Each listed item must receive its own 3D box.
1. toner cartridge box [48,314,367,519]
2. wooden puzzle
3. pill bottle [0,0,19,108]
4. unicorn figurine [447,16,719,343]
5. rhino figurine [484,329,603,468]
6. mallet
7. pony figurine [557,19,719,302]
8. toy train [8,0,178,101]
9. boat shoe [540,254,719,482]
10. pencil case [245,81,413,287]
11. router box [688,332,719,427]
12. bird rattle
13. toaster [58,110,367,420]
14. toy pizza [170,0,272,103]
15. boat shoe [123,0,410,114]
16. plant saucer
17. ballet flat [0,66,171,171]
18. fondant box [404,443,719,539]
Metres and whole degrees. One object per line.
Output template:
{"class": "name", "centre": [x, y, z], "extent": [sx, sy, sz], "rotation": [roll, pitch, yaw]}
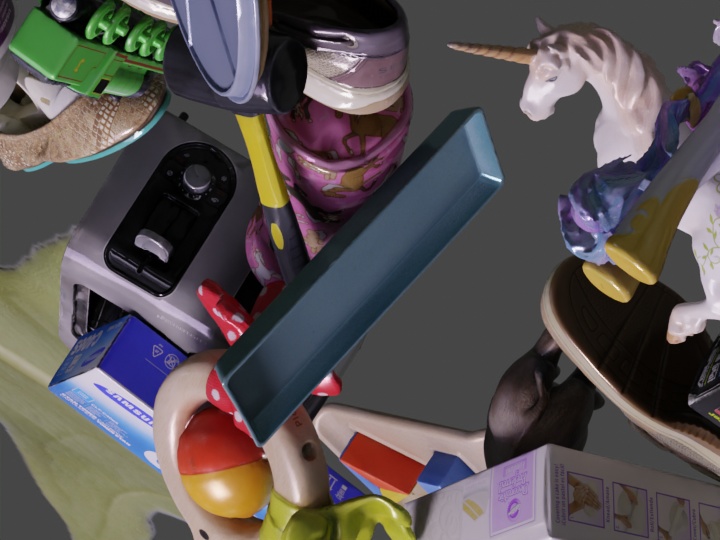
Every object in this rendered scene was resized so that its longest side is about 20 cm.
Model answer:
{"class": "toner cartridge box", "centre": [-0.091, 0.109, 1.360], "extent": [0.200, 0.043, 0.095], "rotation": [39, 155, -15]}
{"class": "wooden puzzle", "centre": [0.074, 0.170, 1.576], "extent": [0.199, 0.046, 0.185], "rotation": [1, 142, 50]}
{"class": "pill bottle", "centre": [-0.255, -0.165, 1.232], "extent": [0.112, 0.113, 0.200], "rotation": [23, 155, 20]}
{"class": "unicorn figurine", "centre": [0.140, -0.041, 1.037], "extent": [0.199, 0.074, 0.138], "rotation": [28, 147, 18]}
{"class": "rhino figurine", "centre": [0.105, 0.098, 1.319], "extent": [0.060, 0.088, 0.200], "rotation": [28, 157, 10]}
{"class": "mallet", "centre": [-0.053, -0.044, 1.106], "extent": [0.066, 0.041, 0.201], "rotation": [18, 142, 22]}
{"class": "pony figurine", "centre": [0.166, -0.068, 0.844], "extent": [0.193, 0.200, 0.167], "rotation": [33, 170, 42]}
{"class": "toy train", "centre": [-0.134, -0.118, 1.153], "extent": [0.042, 0.057, 0.200], "rotation": [35, -174, 7]}
{"class": "boat shoe", "centre": [0.168, 0.064, 1.217], "extent": [0.200, 0.072, 0.065], "rotation": [35, 156, -21]}
{"class": "pencil case", "centre": [-0.019, -0.052, 1.198], "extent": [0.087, 0.083, 0.200], "rotation": [44, 160, 13]}
{"class": "router box", "centre": [0.285, 0.080, 1.108], "extent": [0.199, 0.062, 0.150], "rotation": [34, 156, -6]}
{"class": "bird rattle", "centre": [-0.063, 0.102, 1.234], "extent": [0.163, 0.113, 0.201], "rotation": [-12, 108, 46]}
{"class": "toaster", "centre": [-0.088, 0.016, 1.378], "extent": [0.180, 0.119, 0.200], "rotation": [31, 157, 4]}
{"class": "toy pizza", "centre": [-0.067, -0.173, 0.960], "extent": [0.200, 0.032, 0.201], "rotation": [165, 90, -77]}
{"class": "boat shoe", "centre": [-0.060, -0.150, 1.081], "extent": [0.199, 0.072, 0.065], "rotation": [32, 144, 10]}
{"class": "plant saucer", "centre": [0.000, 0.000, 1.139], "extent": [0.019, 0.200, 0.070], "rotation": [34, 162, 32]}
{"class": "ballet flat", "centre": [-0.184, -0.100, 1.332], "extent": [0.065, 0.071, 0.200], "rotation": [45, 152, -20]}
{"class": "fondant box", "centre": [0.145, 0.162, 1.272], "extent": [0.199, 0.059, 0.144], "rotation": [14, 154, -30]}
